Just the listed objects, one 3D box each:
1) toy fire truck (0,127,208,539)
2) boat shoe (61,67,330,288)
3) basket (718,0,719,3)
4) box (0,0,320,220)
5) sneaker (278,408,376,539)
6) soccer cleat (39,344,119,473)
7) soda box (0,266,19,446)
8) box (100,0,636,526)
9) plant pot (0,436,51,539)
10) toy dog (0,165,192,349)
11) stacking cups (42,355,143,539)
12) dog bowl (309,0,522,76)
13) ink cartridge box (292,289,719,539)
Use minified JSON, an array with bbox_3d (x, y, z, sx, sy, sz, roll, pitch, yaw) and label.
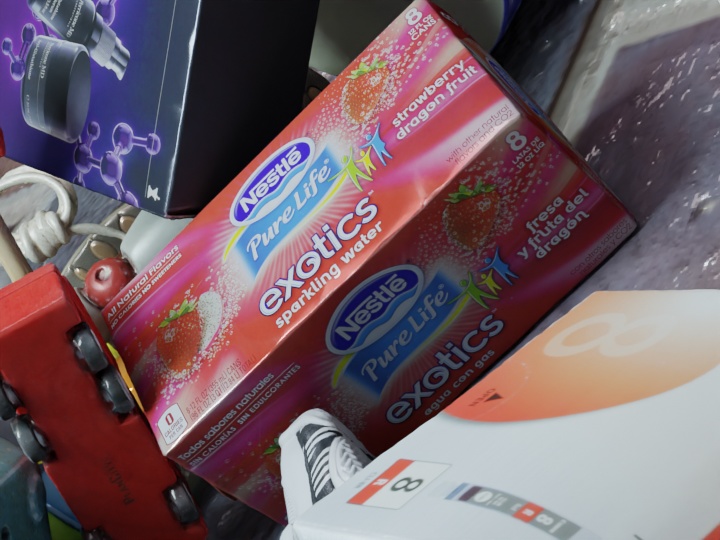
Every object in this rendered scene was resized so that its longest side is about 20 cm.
[{"bbox_3d":[-0.136,0.023,0.823,0.049,0.200,0.141,-28,35,-3],"label":"toy fire truck"},{"bbox_3d":[-0.086,-0.031,1.047,0.200,0.075,0.073,-41,12,7],"label":"boat shoe"},{"bbox_3d":[0.208,-0.054,0.552,0.135,0.123,0.200,-37,28,9],"label":"basket"},{"bbox_3d":[-0.090,-0.136,0.864,0.141,0.079,0.201,19,105,37],"label":"box"},{"bbox_3d":[-0.016,0.133,0.702,0.115,0.075,0.200,-44,30,4],"label":"sneaker"},{"bbox_3d":[-0.182,0.095,0.994,0.200,0.084,0.065,-48,26,2],"label":"soccer cleat"},{"bbox_3d":[-0.201,0.099,0.915,0.063,0.068,0.201,32,114,48],"label":"soda box"},{"bbox_3d":[0.000,0.000,0.812,0.200,0.095,0.100,-44,42,10],"label":"box"},{"bbox_3d":[-0.228,0.150,0.780,0.199,0.197,0.196,-7,9,9],"label":"plant pot"},{"bbox_3d":[-0.084,-0.008,0.970,0.200,0.096,0.132,-24,63,11],"label":"toy dog"},{"bbox_3d":[-0.120,0.097,0.891,0.200,0.060,0.060,-58,27,1],"label":"stacking cups"},{"bbox_3d":[-0.005,-0.184,0.968,0.200,0.200,0.079,-12,45,50],"label":"dog bowl"},{"bbox_3d":[0.098,0.059,0.581,0.162,0.050,0.200,-34,16,-35],"label":"ink cartridge box"}]
